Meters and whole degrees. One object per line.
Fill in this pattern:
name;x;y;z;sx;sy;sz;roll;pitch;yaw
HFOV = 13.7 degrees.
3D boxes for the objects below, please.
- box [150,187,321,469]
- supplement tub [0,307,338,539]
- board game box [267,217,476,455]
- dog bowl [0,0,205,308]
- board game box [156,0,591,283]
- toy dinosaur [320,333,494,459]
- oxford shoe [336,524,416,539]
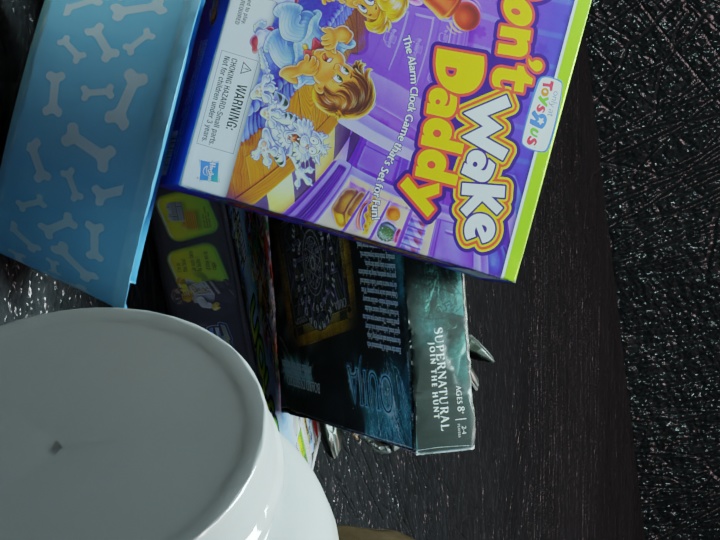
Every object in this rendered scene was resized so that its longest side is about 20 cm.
box;-0.055;0.021;1.339;0.110;0.035;0.201;-77;161;-58
supplement tub;-0.070;0.126;0.887;0.146;0.145;0.201;-82;165;-50
board game box;0.000;0.000;1.239;0.200;0.028;0.136;-171;-104;-73
dog bowl;-0.087;-0.051;1.000;0.200;0.049;0.112;-115;-140;-83
board game box;0.017;-0.110;1.112;0.045;0.134;0.201;-174;-81;-75
toy dinosaur;-0.003;0.013;1.483;0.136;0.102;0.201;58;30;-47
oxford shoe;-0.016;0.163;1.438;0.200;0.084;0.073;5;113;-64
